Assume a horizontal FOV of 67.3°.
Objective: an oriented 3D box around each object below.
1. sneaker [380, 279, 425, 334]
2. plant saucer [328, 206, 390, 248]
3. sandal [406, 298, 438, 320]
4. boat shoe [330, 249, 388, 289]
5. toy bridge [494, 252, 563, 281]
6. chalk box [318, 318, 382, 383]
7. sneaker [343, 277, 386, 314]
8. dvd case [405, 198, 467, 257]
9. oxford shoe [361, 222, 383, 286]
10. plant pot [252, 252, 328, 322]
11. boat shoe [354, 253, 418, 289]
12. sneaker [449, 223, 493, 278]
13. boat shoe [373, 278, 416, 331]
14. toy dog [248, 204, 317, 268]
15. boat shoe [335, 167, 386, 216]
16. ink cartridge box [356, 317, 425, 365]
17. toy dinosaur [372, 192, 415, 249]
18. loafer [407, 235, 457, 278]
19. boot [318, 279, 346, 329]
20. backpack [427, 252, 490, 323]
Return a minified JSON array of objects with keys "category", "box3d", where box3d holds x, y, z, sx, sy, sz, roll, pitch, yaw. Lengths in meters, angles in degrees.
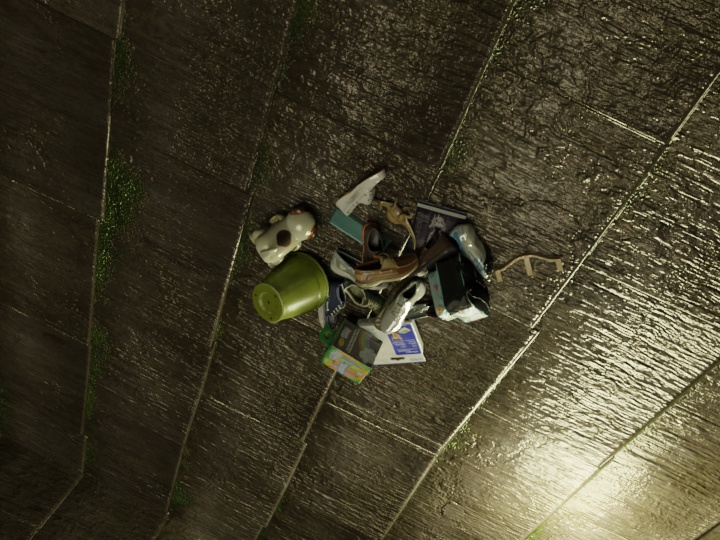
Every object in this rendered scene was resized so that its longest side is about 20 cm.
[{"category":"sneaker","box3d":[0.122,0.106,1.660,0.070,0.080,0.201,37,95,18]},{"category":"plant saucer","box3d":[-0.006,-0.122,1.681,0.199,0.019,0.070,33,124,-4]},{"category":"sandal","box3d":[0.239,0.121,1.705,0.197,0.048,0.076,-17,123,0]},{"category":"boat shoe","box3d":[0.000,-0.001,1.721,0.200,0.075,0.065,25,129,9]},{"category":"toy bridge","box3d":[0.493,-0.019,1.589,0.197,0.027,0.068,-12,115,22]},{"category":"chalk box","box3d":[-0.049,0.259,1.807,0.198,0.125,0.124,31,138,-2]},{"category":"sneaker","box3d":[0.016,0.096,1.763,0.200,0.090,0.067,44,122,-13]},{"category":"dvd case","box3d":[0.224,-0.106,1.623,0.147,0.016,0.202,16,125,8]},{"category":"oxford shoe","box3d":[0.040,-0.041,1.640,0.070,0.073,0.203,-13,107,-7]},{"category":"plant pot","box3d":[-0.237,0.069,1.727,0.198,0.192,0.203,14,118,29]},{"category":"boat shoe","box3d":[0.074,-0.010,1.589,0.197,0.076,0.075,-21,125,-7]},{"category":"sneaker","box3d":[0.331,-0.057,1.591,0.072,0.072,0.201,-9,127,45]},{"category":"boat shoe","box3d":[0.112,0.103,1.741,0.071,0.066,0.202,37,96,-8]},{"category":"toy dog","box3d":[-0.232,-0.118,1.660,0.199,0.194,0.140,-35,95,-4]},{"category":"boat shoe","box3d":[0.013,-0.226,1.578,0.199,0.071,0.070,-32,100,40]},{"category":"ink cartridge box","box3d":[0.108,0.238,1.847,0.195,0.047,0.201,-7,131,20]},{"category":"toy dinosaur","box3d":[0.123,-0.165,1.605,0.200,0.058,0.101,44,138,-3]},{"category":"loafer","box3d":[0.210,-0.038,1.629,0.072,0.072,0.199,6,148,-41]},{"category":"boot","box3d":[-0.090,0.124,1.815,0.089,0.073,0.203,8,123,29]},{"category":"backpack","box3d":[0.296,0.066,1.597,0.152,0.178,0.199,-29,149,31]}]
